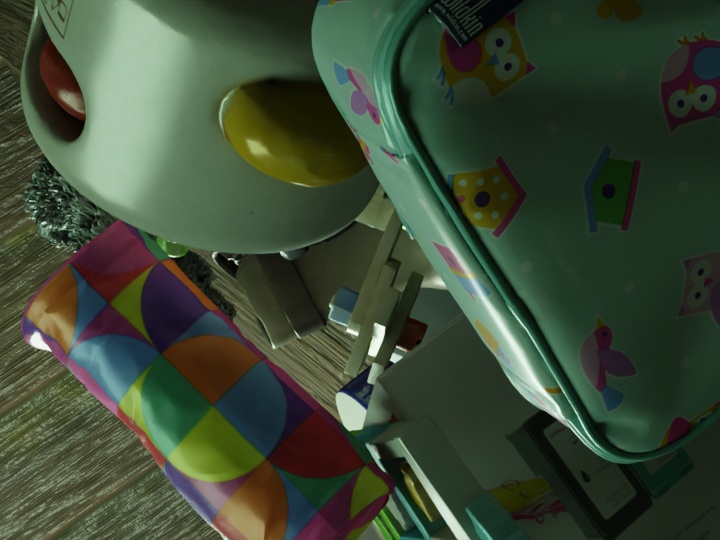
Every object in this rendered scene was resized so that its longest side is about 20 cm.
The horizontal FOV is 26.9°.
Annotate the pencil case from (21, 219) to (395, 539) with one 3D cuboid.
[{"bbox_3d":[-0.073,0.069,0.726,0.200,0.088,0.088,46,165,7],"label":"pencil case"}]

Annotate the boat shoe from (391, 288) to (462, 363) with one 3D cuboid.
[{"bbox_3d":[0.082,0.068,0.996,0.201,0.075,0.087,22,148,52],"label":"boat shoe"}]

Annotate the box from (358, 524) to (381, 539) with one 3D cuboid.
[{"bbox_3d":[0.062,0.236,0.919,0.201,0.198,0.171,57,160,9],"label":"box"}]

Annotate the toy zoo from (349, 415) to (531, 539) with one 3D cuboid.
[{"bbox_3d":[0.043,0.134,0.739,0.132,0.020,0.200,58,165,-1],"label":"toy zoo"}]

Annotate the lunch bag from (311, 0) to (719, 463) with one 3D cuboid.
[{"bbox_3d":[0.088,-0.051,0.496,0.201,0.160,0.077,56,173,-27],"label":"lunch bag"}]

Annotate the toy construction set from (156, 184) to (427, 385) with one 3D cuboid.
[{"bbox_3d":[-0.039,-0.035,0.787,0.199,0.132,0.092,34,127,-4],"label":"toy construction set"}]

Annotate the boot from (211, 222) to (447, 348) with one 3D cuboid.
[{"bbox_3d":[0.000,0.000,0.944,0.200,0.145,0.071,42,161,47],"label":"boot"}]

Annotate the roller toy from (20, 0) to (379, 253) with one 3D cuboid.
[{"bbox_3d":[-0.059,-0.113,0.688,0.181,0.201,0.141,26,128,3],"label":"roller toy"}]

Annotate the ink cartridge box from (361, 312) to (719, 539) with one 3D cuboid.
[{"bbox_3d":[0.115,0.113,0.794,0.201,0.145,0.147,53,166,13],"label":"ink cartridge box"}]

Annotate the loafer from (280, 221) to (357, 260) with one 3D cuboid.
[{"bbox_3d":[-0.056,-0.104,0.869,0.072,0.062,0.202,-102,-11,-65],"label":"loafer"}]

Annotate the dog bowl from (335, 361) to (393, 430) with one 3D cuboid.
[{"bbox_3d":[0.066,0.159,1.227,0.201,0.078,0.201,52,166,19],"label":"dog bowl"}]

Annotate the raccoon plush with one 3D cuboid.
[{"bbox_3d":[-0.146,-0.028,0.914,0.135,0.096,0.200,54,173,26],"label":"raccoon plush"}]
